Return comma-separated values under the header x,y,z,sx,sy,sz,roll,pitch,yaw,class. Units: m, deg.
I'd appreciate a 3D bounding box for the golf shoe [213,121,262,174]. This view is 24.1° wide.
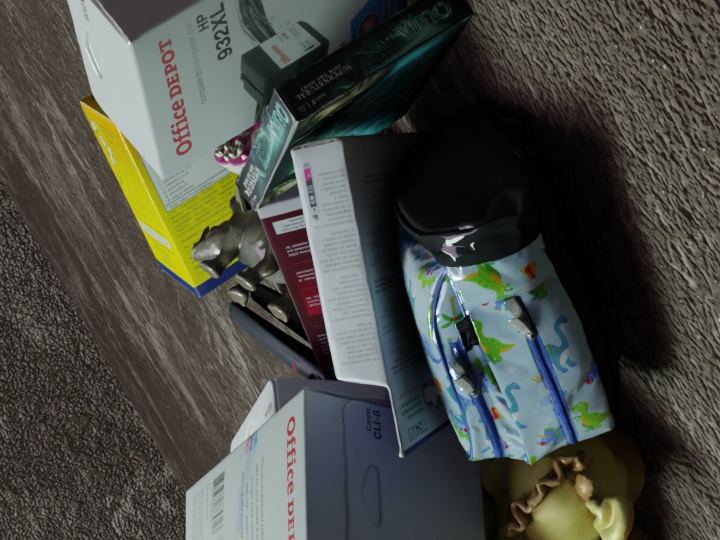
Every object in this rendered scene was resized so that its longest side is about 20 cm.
x,y,z,sx,sy,sz,roll,pitch,yaw,class
-0.042,-0.083,1.395,0.091,0.076,0.200,41,173,-34,golf shoe

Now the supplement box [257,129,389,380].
x,y,z,sx,sy,sz,roll,pitch,yaw,class
0.000,0.000,1.306,0.061,0.108,0.201,-93,-13,-53,supplement box

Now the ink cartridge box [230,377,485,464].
x,y,z,sx,sy,sz,roll,pitch,yaw,class
0.006,0.156,1.357,0.145,0.198,0.086,121,150,-55,ink cartridge box

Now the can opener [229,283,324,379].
x,y,z,sx,sy,sz,roll,pitch,yaw,class
-0.037,0.071,1.444,0.199,0.063,0.079,29,142,27,can opener

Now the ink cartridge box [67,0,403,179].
x,y,z,sx,sy,sz,roll,pitch,yaw,class
-0.075,-0.171,1.066,0.084,0.199,0.146,49,162,26,ink cartridge box

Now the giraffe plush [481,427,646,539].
x,y,z,sx,sy,sz,roll,pitch,yaw,class
0.135,0.166,1.178,0.171,0.200,0.163,25,128,11,giraffe plush

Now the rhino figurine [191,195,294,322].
x,y,z,sx,sy,sz,roll,pitch,yaw,class
-0.088,-0.018,1.432,0.060,0.088,0.199,49,165,-27,rhino figurine

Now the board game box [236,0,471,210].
x,y,z,sx,sy,sz,roll,pitch,yaw,class
-0.010,-0.109,1.108,0.028,0.135,0.200,55,164,5,board game box

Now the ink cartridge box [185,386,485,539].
x,y,z,sx,sy,sz,roll,pitch,yaw,class
-0.021,0.195,1.184,0.200,0.143,0.147,-43,42,50,ink cartridge box

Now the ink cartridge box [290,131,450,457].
x,y,z,sx,sy,sz,roll,pitch,yaw,class
0.019,0.010,1.124,0.196,0.043,0.203,-16,-84,-73,ink cartridge box

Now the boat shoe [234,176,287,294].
x,y,z,sx,sy,sz,roll,pitch,yaw,class
-0.063,-0.023,1.524,0.200,0.074,0.069,41,163,47,boat shoe

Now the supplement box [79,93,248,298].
x,y,z,sx,sy,sz,roll,pitch,yaw,class
-0.172,-0.096,1.649,0.109,0.108,0.202,30,148,57,supplement box

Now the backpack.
x,y,z,sx,sy,sz,roll,pitch,yaw,class
0.093,0.024,1.061,0.200,0.153,0.164,50,-172,-27,backpack
